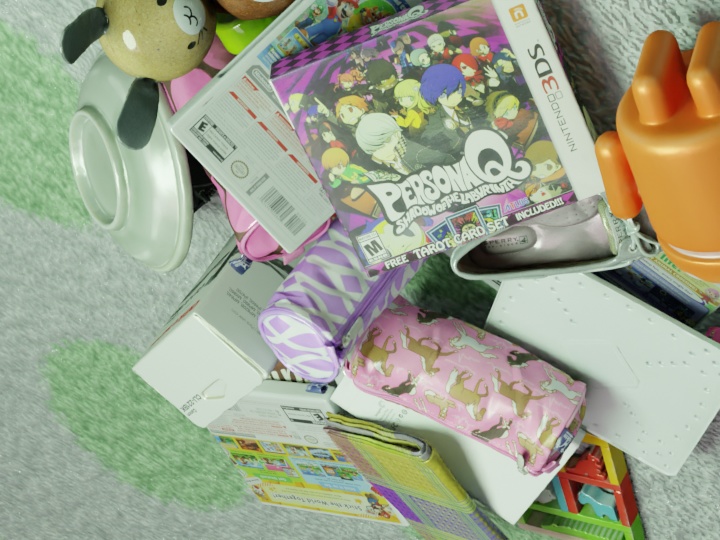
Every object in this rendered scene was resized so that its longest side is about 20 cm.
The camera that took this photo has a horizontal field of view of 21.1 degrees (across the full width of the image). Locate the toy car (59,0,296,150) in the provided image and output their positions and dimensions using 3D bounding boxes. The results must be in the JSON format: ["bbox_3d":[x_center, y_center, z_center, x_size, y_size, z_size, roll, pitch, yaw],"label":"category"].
[{"bbox_3d":[-0.133,-0.192,1.422,0.158,0.200,0.164,5,137,48],"label":"toy car"}]

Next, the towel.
[{"bbox_3d":[0.060,0.201,1.758,0.143,0.023,0.200,10,149,47],"label":"towel"}]

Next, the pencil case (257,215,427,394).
[{"bbox_3d":[0.000,0.000,1.558,0.085,0.200,0.084,-1,133,46],"label":"pencil case"}]

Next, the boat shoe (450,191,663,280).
[{"bbox_3d":[0.167,-0.030,1.453,0.202,0.065,0.075,-8,110,19],"label":"boat shoe"}]

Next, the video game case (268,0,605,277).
[{"bbox_3d":[0.060,-0.105,1.405,0.200,0.036,0.182,-20,118,13],"label":"video game case"}]

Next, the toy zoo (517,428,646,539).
[{"bbox_3d":[0.185,0.182,1.779,0.131,0.020,0.200,11,139,31],"label":"toy zoo"}]

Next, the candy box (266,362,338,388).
[{"bbox_3d":[-0.052,0.101,1.845,0.115,0.055,0.200,1,135,41],"label":"candy box"}]

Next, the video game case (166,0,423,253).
[{"bbox_3d":[-0.025,-0.127,1.434,0.143,0.200,0.018,46,-179,-29],"label":"video game case"}]

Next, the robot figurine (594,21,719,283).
[{"bbox_3d":[0.248,-0.073,1.335,0.200,0.144,0.117,64,175,-35],"label":"robot figurine"}]

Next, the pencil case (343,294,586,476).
[{"bbox_3d":[0.087,0.094,1.602,0.200,0.087,0.083,26,126,8],"label":"pencil case"}]

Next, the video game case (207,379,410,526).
[{"bbox_3d":[-0.062,0.172,1.874,0.200,0.023,0.182,2,136,41],"label":"video game case"}]

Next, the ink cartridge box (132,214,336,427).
[{"bbox_3d":[-0.090,0.020,1.650,0.084,0.200,0.144,39,145,-8],"label":"ink cartridge box"}]

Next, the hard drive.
[{"bbox_3d":[0.083,0.127,1.697,0.200,0.027,0.132,34,135,3],"label":"hard drive"}]

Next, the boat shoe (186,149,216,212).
[{"bbox_3d":[-0.152,-0.087,1.697,0.075,0.062,0.200,41,144,-6],"label":"boat shoe"}]

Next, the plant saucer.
[{"bbox_3d":[-0.206,-0.091,1.657,0.200,0.050,0.200,42,140,48],"label":"plant saucer"}]

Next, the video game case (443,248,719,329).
[{"bbox_3d":[0.181,-0.007,1.554,0.200,0.022,0.182,35,146,0],"label":"video game case"}]

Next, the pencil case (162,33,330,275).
[{"bbox_3d":[-0.097,-0.102,1.544,0.200,0.091,0.094,65,-175,23],"label":"pencil case"}]

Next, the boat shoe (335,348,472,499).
[{"bbox_3d":[0.055,0.123,1.772,0.200,0.071,0.070,49,126,-2],"label":"boat shoe"}]

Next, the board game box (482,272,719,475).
[{"bbox_3d":[0.201,0.068,1.582,0.200,0.026,0.200,30,148,9],"label":"board game box"}]
